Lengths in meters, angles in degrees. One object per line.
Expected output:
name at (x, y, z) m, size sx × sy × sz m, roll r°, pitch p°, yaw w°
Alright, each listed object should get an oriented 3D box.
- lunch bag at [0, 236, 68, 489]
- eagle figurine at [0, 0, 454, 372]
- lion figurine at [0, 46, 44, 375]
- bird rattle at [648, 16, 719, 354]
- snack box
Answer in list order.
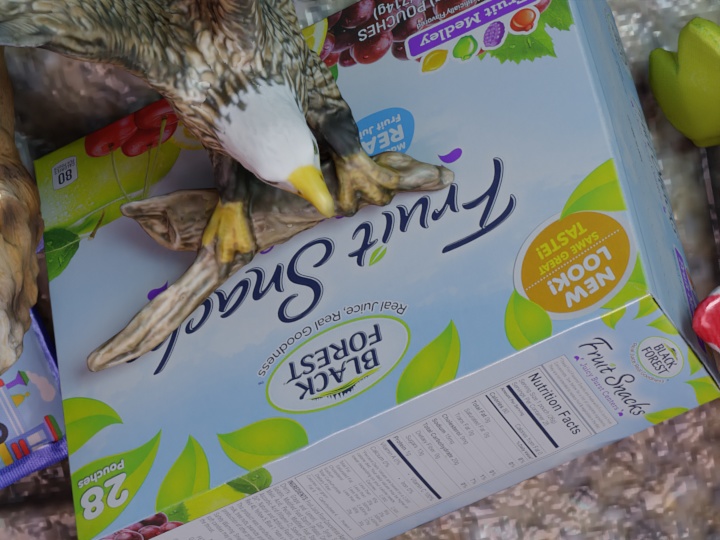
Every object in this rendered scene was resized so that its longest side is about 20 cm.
lunch bag at (-0.200, 0.026, 1.054) m, size 0.199 × 0.094 × 0.151 m, roll -24°, pitch 111°, yaw 2°
eagle figurine at (-0.048, -0.072, 0.858) m, size 0.150 × 0.152 × 0.200 m, roll 14°, pitch 153°, yaw 35°
lion figurine at (-0.137, -0.063, 0.967) m, size 0.072 × 0.201 × 0.123 m, roll -7°, pitch 142°, yaw 13°
bird rattle at (0.173, -0.006, 0.948) m, size 0.112 × 0.201 × 0.163 m, roll -28°, pitch 134°, yaw 17°
snack box at (0.000, 0.000, 0.964) m, size 0.199 × 0.169 × 0.068 m, roll -25°, pitch 139°, yaw 17°
